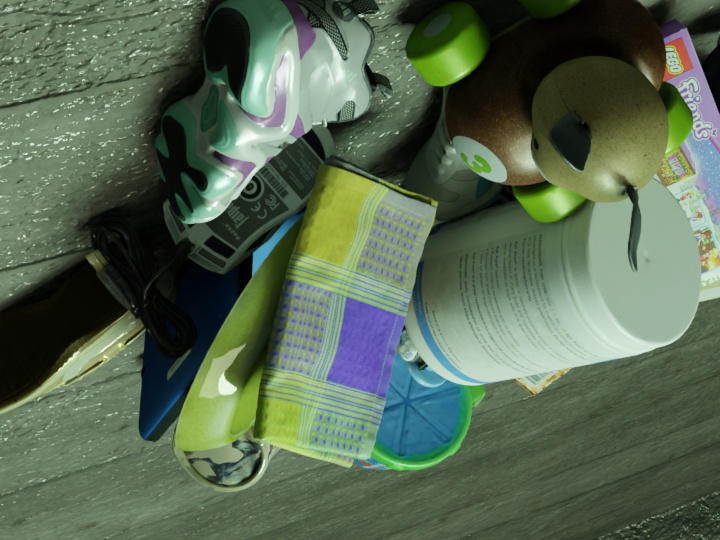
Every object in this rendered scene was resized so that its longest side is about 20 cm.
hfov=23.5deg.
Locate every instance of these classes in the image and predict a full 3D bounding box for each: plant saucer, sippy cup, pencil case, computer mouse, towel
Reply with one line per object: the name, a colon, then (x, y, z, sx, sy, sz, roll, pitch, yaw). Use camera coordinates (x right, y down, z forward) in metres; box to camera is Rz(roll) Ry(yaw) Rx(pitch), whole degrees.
plant saucer: (-0.064, 0.048, 1.225, 0.201, 0.031, 0.200, -58, 172, -13)
sippy cup: (0.031, 0.147, 1.780, 0.177, 0.141, 0.130, 21, 159, -10)
pencil case: (-0.085, 0.122, 1.421, 0.089, 0.078, 0.200, -29, 180, 16)
computer mouse: (-0.094, -0.038, 1.200, 0.200, 0.110, 0.044, -39, -177, 16)
towel: (-0.009, 0.030, 1.188, 0.023, 0.202, 0.143, 13, 173, 34)

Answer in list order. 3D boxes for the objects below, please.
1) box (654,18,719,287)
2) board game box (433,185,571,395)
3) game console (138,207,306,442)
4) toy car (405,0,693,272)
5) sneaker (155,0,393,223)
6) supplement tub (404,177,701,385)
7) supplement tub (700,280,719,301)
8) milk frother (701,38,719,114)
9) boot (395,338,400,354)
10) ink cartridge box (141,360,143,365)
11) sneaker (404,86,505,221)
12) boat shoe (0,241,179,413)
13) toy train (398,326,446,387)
box: (0.221, -0.074, 1.340, 0.136, 0.201, 0.039, -23, -162, 5)
board game box: (0.126, -0.002, 1.430, 0.200, 0.046, 0.151, 38, 127, -18)
game console: (-0.084, 0.030, 1.346, 0.117, 0.172, 0.200, 15, 144, -21)
toy car: (0.133, -0.084, 1.098, 0.157, 0.201, 0.164, -31, 121, 17)
sneaker: (-0.044, -0.102, 1.101, 0.139, 0.078, 0.200, -13, 158, -31)
supplement tub: (0.137, 0.009, 1.286, 0.131, 0.133, 0.199, -7, 175, -41)
supplement tub: (0.256, -0.034, 1.550, 0.199, 0.145, 0.144, -11, 156, -36)
milk frother: (0.389, -0.151, 1.345, 0.180, 0.189, 0.200, -3, 151, -50)
boot: (0.000, 0.000, 1.338, 0.073, 0.076, 0.200, 4, -164, -11)
ink cartridge box: (-0.079, 0.076, 1.572, 0.195, 0.044, 0.200, -27, 162, 2)
sneaker: (0.087, -0.110, 1.269, 0.080, 0.077, 0.200, 12, 141, -35)
boat shoe: (-0.219, 0.054, 1.292, 0.199, 0.074, 0.066, -31, 155, 14)
toy train: (0.103, 0.034, 1.579, 0.199, 0.115, 0.087, -8, 158, -39)
